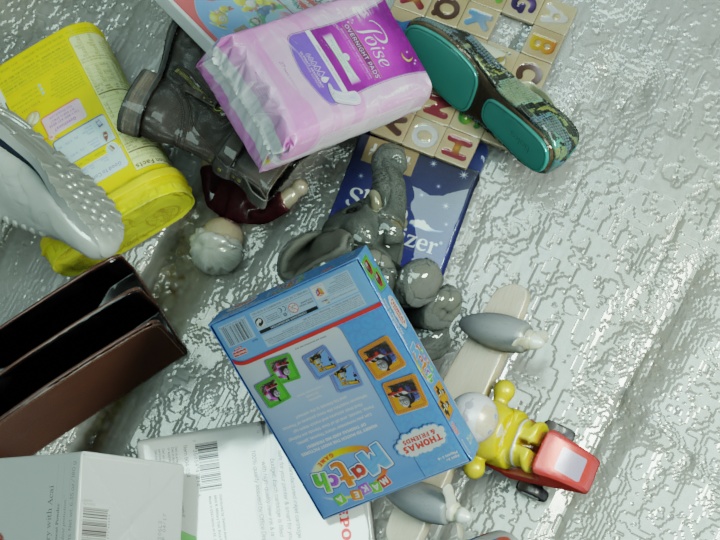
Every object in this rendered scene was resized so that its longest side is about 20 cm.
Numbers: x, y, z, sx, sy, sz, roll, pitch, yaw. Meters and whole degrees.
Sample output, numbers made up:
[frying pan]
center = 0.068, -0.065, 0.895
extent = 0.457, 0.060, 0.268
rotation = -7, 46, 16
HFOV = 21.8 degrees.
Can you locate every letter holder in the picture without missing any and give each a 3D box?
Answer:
[letter holder]
center = -0.278, 0.077, 1.700
extent = 0.200, 0.142, 0.101
rotation = -34, 76, -2

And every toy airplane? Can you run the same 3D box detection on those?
[toy airplane]
center = 0.091, 0.130, 1.652
extent = 0.199, 0.141, 0.200
rotation = -20, 76, 1

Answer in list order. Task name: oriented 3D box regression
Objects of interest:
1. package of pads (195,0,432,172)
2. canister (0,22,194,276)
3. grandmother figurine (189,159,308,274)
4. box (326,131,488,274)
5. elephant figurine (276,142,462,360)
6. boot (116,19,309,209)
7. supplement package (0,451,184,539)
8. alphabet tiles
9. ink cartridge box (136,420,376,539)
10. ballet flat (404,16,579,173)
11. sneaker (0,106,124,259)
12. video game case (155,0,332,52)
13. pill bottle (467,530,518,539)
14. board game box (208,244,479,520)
[package of pads]
center = -0.038, -0.172, 1.676
extent = 0.200, 0.076, 0.121
rotation = -25, 83, -42
[canister]
center = -0.266, -0.117, 1.771
extent = 0.148, 0.087, 0.200
rotation = -30, 74, 5
[grandmother figurine]
center = -0.102, -0.087, 1.768
extent = 0.121, 0.061, 0.200
rotation = 21, 82, 38
[box]
center = 0.034, -0.048, 1.756
extent = 0.121, 0.032, 0.200
rotation = 19, 78, 10
[elephant figurine]
center = 0.000, 0.000, 1.663
extent = 0.155, 0.142, 0.200
rotation = -12, 38, -18
[boot]
center = -0.113, -0.156, 1.729
extent = 0.174, 0.069, 0.200
rotation = 23, 57, 7
[supplement package]
center = -0.266, 0.227, 1.629
extent = 0.200, 0.120, 0.121
rotation = -9, 74, 41
[alphabet tiles]
center = 0.094, -0.198, 1.782
extent = 0.167, 0.008, 0.200
rotation = 22, 71, 10
[ink cartridge box]
center = -0.089, 0.213, 1.679
extent = 0.200, 0.084, 0.146
rotation = -9, 77, 4
[ballet flat]
center = 0.125, -0.169, 1.739
extent = 0.074, 0.074, 0.200
rotation = -41, 74, -5
[sneaker]
center = -0.295, -0.066, 1.694
extent = 0.200, 0.076, 0.081
rotation = 42, 104, 23
[video game case]
center = -0.091, -0.263, 1.769
extent = 0.143, 0.017, 0.200
rotation = 46, 50, 13
[pill bottle]
center = 0.054, 0.305, 1.598
extent = 0.200, 0.112, 0.112
rotation = -17, 75, -21
[board game box]
center = -0.014, 0.097, 1.568
extent = 0.151, 0.037, 0.200
rotation = -24, 102, 23
